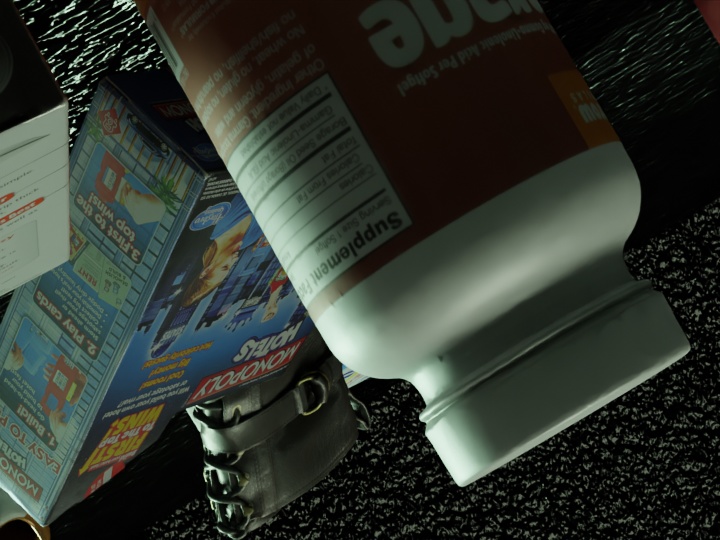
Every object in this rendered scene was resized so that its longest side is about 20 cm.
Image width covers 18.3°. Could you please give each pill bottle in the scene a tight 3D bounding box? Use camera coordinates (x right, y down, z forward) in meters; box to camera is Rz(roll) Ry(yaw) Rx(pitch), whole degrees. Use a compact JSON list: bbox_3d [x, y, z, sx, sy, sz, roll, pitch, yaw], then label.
[{"bbox_3d":[0.017,-0.041,0.696,0.112,0.201,0.112,-30,174,-4],"label":"pill bottle"}]

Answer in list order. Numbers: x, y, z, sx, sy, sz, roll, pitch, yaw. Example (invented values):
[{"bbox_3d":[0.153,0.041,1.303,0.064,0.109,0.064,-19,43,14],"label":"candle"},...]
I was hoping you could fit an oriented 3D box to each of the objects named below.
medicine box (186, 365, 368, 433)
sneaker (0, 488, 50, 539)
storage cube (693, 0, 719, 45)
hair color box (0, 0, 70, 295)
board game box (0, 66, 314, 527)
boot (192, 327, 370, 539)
[{"bbox_3d":[0.000,0.000,1.324,0.199,0.103,0.182,-25,171,-47],"label":"medicine box"},{"bbox_3d":[-0.259,0.147,1.267,0.199,0.085,0.073,-7,158,-40],"label":"sneaker"},{"bbox_3d":[0.289,-0.157,1.116,0.199,0.181,0.171,-26,172,-25],"label":"storage cube"},{"bbox_3d":[-0.149,-0.025,0.678,0.110,0.064,0.200,-28,174,-12],"label":"hair color box"},{"bbox_3d":[-0.078,0.007,0.945,0.201,0.062,0.200,-55,161,24],"label":"board game box"},{"bbox_3d":[-0.071,0.053,1.091,0.069,0.176,0.199,15,-148,43],"label":"boot"}]
